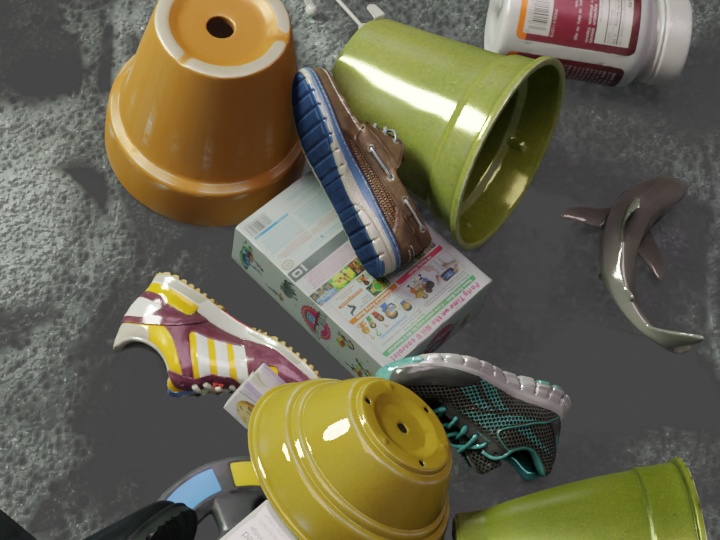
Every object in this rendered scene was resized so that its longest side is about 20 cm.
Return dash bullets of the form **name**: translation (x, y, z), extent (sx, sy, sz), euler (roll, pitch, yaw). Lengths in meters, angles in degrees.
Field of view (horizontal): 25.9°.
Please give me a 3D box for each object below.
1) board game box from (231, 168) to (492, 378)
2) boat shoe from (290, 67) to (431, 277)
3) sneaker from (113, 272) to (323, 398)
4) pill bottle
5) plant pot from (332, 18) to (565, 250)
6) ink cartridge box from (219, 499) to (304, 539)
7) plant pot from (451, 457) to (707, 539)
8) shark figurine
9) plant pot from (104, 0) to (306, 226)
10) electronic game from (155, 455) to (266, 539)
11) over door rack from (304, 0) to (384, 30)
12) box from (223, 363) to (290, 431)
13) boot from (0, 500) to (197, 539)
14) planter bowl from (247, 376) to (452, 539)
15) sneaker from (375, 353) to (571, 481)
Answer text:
- **board game box**: translation (0.000, 0.000, 1.465), extent (0.200, 0.064, 0.147), euler (43, 61, 17)
- **boat shoe**: translation (0.001, -0.097, 1.425), extent (0.072, 0.072, 0.201), euler (-24, 94, -23)
- **sneaker**: translation (-0.122, 0.089, 1.387), extent (0.199, 0.075, 0.090), euler (31, 72, 11)
- **pill bottle**: translation (0.238, -0.255, 1.641), extent (0.199, 0.114, 0.115), euler (9, 57, -6)
- **plant pot**: translation (0.070, -0.150, 1.511), extent (0.184, 0.201, 0.200), euler (29, 57, 20)
- **ink cartridge box**: translation (-0.102, 0.301, 1.210), extent (0.200, 0.083, 0.147), euler (-39, 77, -21)
- **plant pot**: translation (0.172, 0.260, 1.279), extent (0.192, 0.201, 0.201), euler (-4, 59, 1)
- **shark figurine**: translation (0.266, -0.020, 1.510), extent (0.127, 0.090, 0.215), euler (8, 56, -6)
- **plant pot**: translation (-0.136, -0.174, 1.472), extent (0.199, 0.184, 0.201), euler (5, 57, -8)
- **electronic game**: translation (-0.089, 0.248, 1.306), extent (0.199, 0.042, 0.201), euler (6, 58, -9)
- **over door rack**: translation (0.018, -0.305, 1.645), extent (0.147, 0.067, 0.200), euler (-25, 46, -24)
- **box**: translation (-0.027, 0.163, 1.329), extent (0.200, 0.041, 0.039), euler (44, 29, -1)
- **boot**: translation (-0.252, 0.221, 1.249), extent (0.168, 0.077, 0.200), euler (30, 55, 26)
- **planter bowl**: translation (0.013, 0.149, 1.273), extent (0.200, 0.083, 0.201), euler (29, 34, -22)
- **sneaker**: translation (0.101, 0.131, 1.376), extent (0.199, 0.078, 0.092), euler (17, 66, -25)
